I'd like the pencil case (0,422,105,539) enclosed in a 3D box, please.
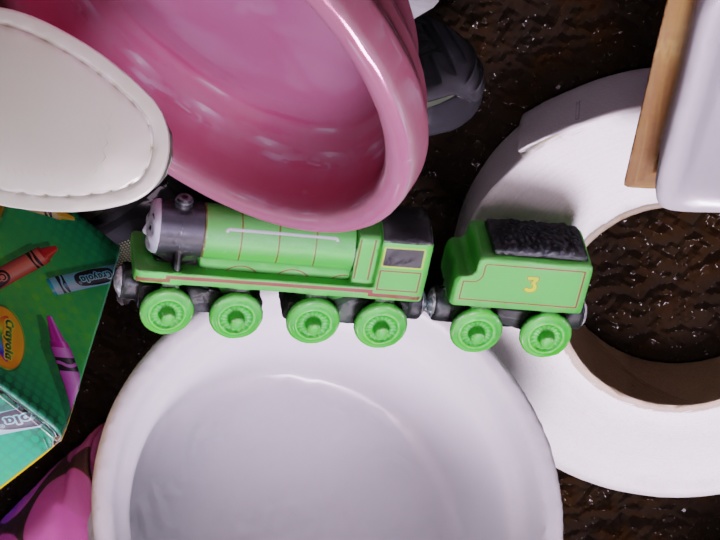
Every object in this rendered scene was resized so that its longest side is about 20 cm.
[{"bbox_3d":[-0.145,0.163,1.229,0.094,0.091,0.200,32,122,-27],"label":"pencil case"}]

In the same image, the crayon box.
[{"bbox_3d":[-0.192,0.062,1.084,0.058,0.119,0.200,39,124,-21],"label":"crayon box"}]

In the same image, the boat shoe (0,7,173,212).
[{"bbox_3d":[-0.159,-0.069,1.025,0.201,0.060,0.072,15,90,16],"label":"boat shoe"}]

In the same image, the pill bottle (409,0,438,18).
[{"bbox_3d":[0.059,-0.178,0.984,0.200,0.113,0.113,-33,114,22],"label":"pill bottle"}]

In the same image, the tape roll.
[{"bbox_3d":[0.136,0.007,1.136,0.202,0.037,0.203,3,121,4],"label":"tape roll"}]

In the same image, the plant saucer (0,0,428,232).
[{"bbox_3d":[-0.054,-0.099,0.972,0.200,0.051,0.201,29,154,16],"label":"plant saucer"}]

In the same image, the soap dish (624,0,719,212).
[{"bbox_3d":[0.207,-0.093,1.006,0.199,0.081,0.158,-2,146,-5],"label":"soap dish"}]

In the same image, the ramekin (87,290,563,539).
[{"bbox_3d":[-0.022,0.111,1.122,0.200,0.201,0.098,21,158,-8],"label":"ramekin"}]

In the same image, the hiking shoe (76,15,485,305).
[{"bbox_3d":[-0.033,-0.046,1.107,0.199,0.076,0.101,-14,131,21],"label":"hiking shoe"}]

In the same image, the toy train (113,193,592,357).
[{"bbox_3d":[0.000,0.000,1.076,0.199,0.042,0.057,4,125,-12],"label":"toy train"}]
